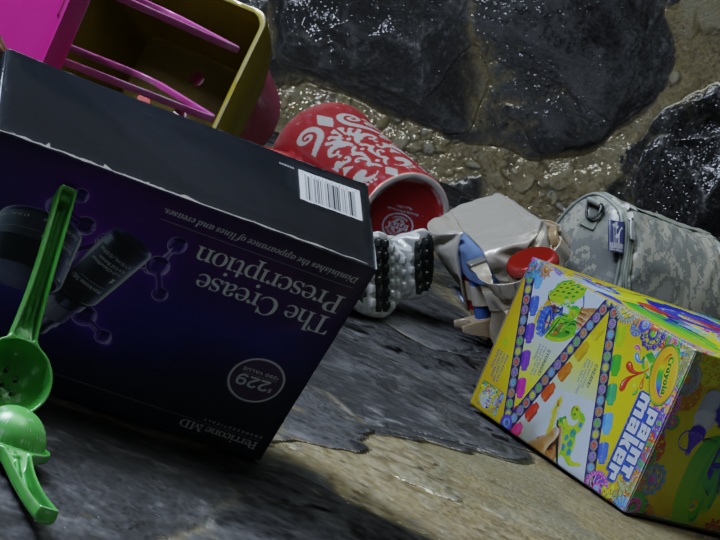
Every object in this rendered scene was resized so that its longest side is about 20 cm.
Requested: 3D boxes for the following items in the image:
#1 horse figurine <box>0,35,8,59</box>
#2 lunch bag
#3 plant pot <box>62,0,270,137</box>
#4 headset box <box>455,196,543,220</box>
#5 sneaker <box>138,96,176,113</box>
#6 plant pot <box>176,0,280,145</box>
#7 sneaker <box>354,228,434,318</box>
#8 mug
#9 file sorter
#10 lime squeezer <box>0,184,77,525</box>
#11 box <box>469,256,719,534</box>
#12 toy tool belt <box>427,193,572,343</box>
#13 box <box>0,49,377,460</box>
[{"bbox_3d":[-0.199,-0.041,1.028,0.132,0.200,0.050,16,43,-22],"label":"horse figurine"},{"bbox_3d":[0.255,0.020,1.879,0.200,0.168,0.139,15,10,-45],"label":"lunch bag"},{"bbox_3d":[-0.195,-0.166,1.852,0.200,0.200,0.176,24,-4,14],"label":"plant pot"},{"bbox_3d":[0.216,-0.025,2.471,0.149,0.077,0.200,26,9,29],"label":"headset box"},{"bbox_3d":[-0.202,-0.138,2.022,0.200,0.078,0.116,18,7,-26],"label":"sneaker"},{"bbox_3d":[-0.185,-0.214,2.259,0.200,0.200,0.179,26,-8,29],"label":"plant pot"},{"bbox_3d":[0.000,0.000,1.697,0.081,0.075,0.200,4,3,20],"label":"sneaker"},{"bbox_3d":[-0.016,-0.079,2.076,0.177,0.134,0.200,-21,31,-19],"label":"mug"},{"bbox_3d":[-0.177,-0.081,1.184,0.125,0.200,0.139,21,7,-31],"label":"file sorter"},{"bbox_3d":[-0.143,0.053,0.848,0.038,0.071,0.200,37,29,-31],"label":"lime squeezer"},{"bbox_3d":[0.225,0.098,1.395,0.200,0.122,0.193,17,10,-36],"label":"box"},{"bbox_3d":[0.141,0.016,1.760,0.125,0.123,0.200,-20,24,-10],"label":"toy tool belt"},{"bbox_3d":[-0.112,-0.003,0.978,0.200,0.141,0.079,20,35,-19],"label":"box"}]
